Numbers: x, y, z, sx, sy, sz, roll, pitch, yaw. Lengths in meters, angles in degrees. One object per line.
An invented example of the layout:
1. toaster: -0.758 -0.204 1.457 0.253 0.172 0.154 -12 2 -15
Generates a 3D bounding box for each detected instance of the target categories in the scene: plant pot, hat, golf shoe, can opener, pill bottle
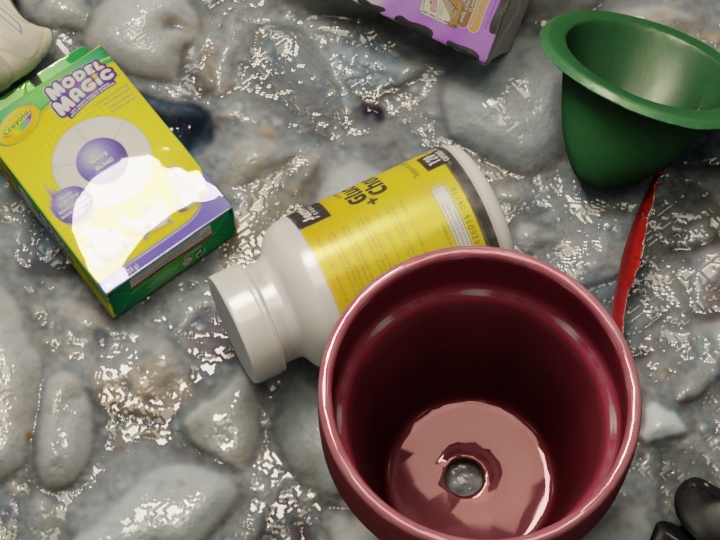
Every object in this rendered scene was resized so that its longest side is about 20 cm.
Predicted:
1. plant pot: 0.074 0.111 1.174 0.198 0.179 0.202 -1 65 2
2. hat: 0.182 -0.073 1.347 0.164 0.177 0.200 26 31 15
3. golf shoe: -0.318 -0.216 1.404 0.097 0.078 0.200 -31 73 -31
4. can opener: 0.291 0.201 1.202 0.198 0.079 0.063 26 29 9
5. pill bottle: 0.000 0.000 1.263 0.198 0.112 0.113 -25 67 -11

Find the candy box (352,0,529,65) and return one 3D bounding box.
1. candy box: 0.046 -0.276 1.361 0.199 0.169 0.071 27 24 13

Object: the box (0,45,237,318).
1. box: -0.194 -0.077 1.340 0.117 0.048 0.200 -36 68 -15
